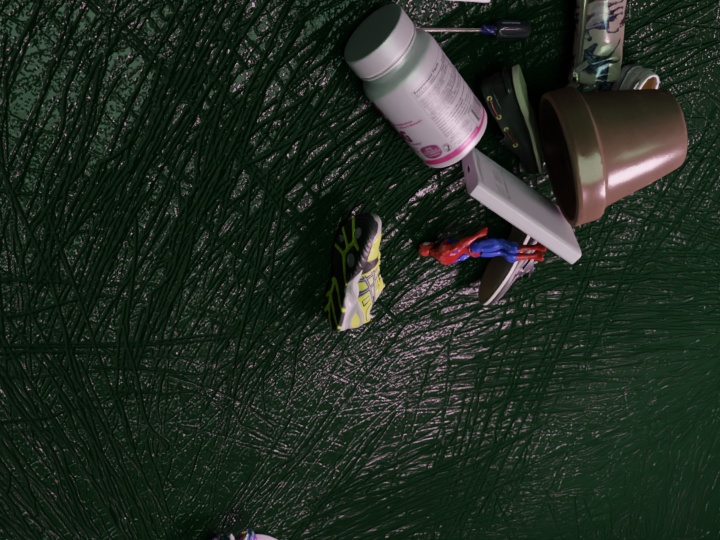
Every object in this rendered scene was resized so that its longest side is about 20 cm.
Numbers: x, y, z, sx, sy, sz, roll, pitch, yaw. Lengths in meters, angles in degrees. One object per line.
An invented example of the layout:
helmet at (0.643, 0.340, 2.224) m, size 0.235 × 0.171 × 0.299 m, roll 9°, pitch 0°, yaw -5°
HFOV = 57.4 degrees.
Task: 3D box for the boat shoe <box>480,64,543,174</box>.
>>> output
boat shoe at (0.236, -0.220, 0.999) m, size 0.062 × 0.075 × 0.202 m, roll -12°, pitch 141°, yaw 24°

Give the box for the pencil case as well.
pencil case at (0.344, -0.370, 0.955) m, size 0.089 × 0.077 × 0.204 m, roll -32°, pitch 129°, yaw -33°

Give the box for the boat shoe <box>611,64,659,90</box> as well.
boat shoe at (0.443, -0.224, 1.076) m, size 0.073 × 0.086 × 0.206 m, roll 0°, pitch 116°, yaw -25°

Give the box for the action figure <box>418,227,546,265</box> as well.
action figure at (0.190, -0.038, 1.046) m, size 0.195 × 0.053 × 0.066 m, roll -4°, pitch 163°, yaw 6°

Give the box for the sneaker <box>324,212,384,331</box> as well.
sneaker at (0.000, 0.000, 1.004) m, size 0.075 × 0.076 × 0.203 m, roll -5°, pitch 129°, yaw -31°

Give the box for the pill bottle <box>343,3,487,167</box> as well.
pill bottle at (0.074, -0.242, 0.875) m, size 0.114 × 0.114 × 0.200 m, roll -46°, pitch 125°, yaw 4°

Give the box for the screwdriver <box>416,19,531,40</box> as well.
screwdriver at (0.154, -0.339, 0.915) m, size 0.195 × 0.028 × 0.030 m, roll -3°, pitch 88°, yaw -23°

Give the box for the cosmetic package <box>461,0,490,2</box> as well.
cosmetic package at (0.122, -0.442, 0.798) m, size 0.070 × 0.102 × 0.204 m, roll -5°, pitch 118°, yaw -21°

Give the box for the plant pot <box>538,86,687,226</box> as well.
plant pot at (0.371, -0.183, 0.963) m, size 0.171 × 0.202 × 0.203 m, roll -13°, pitch 124°, yaw 6°

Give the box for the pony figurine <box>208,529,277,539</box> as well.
pony figurine at (-0.221, 0.543, 1.154) m, size 0.198 × 0.168 × 0.193 m, roll -35°, pitch 119°, yaw 15°

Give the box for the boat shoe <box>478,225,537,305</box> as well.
boat shoe at (0.271, -0.022, 1.112) m, size 0.065 × 0.074 × 0.203 m, roll 24°, pitch 95°, yaw -21°

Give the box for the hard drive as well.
hard drive at (0.239, -0.102, 0.987) m, size 0.198 × 0.133 × 0.026 m, roll 31°, pitch 122°, yaw -18°
